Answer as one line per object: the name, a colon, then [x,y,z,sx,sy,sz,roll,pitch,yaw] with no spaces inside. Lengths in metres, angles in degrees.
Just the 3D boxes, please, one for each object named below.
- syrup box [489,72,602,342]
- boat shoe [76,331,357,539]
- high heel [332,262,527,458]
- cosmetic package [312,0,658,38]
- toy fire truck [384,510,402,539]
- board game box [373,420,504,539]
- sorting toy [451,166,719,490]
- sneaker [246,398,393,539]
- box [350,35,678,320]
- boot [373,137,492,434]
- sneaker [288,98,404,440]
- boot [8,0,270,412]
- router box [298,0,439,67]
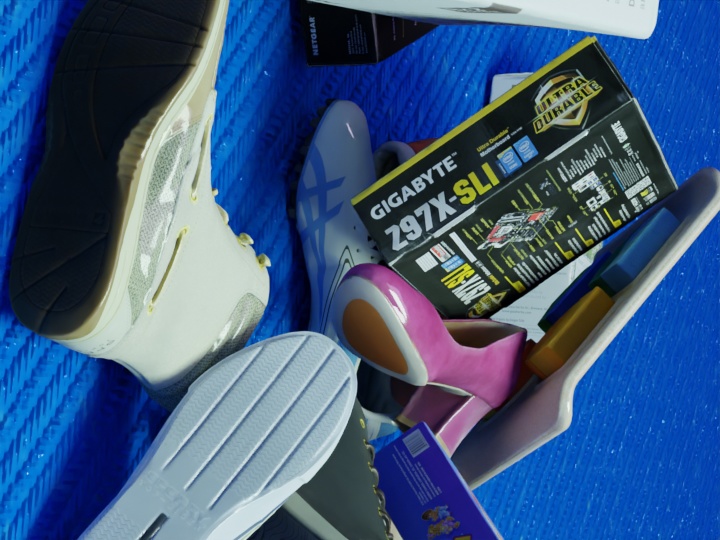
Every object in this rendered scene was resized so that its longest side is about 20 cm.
syrup box: [0.131,-0.036,1.584,0.079,0.081,0.202,35,59,-67]
boat shoe: [-0.080,0.107,1.047,0.200,0.072,0.062,-44,174,-27]
high heel: [0.046,0.027,1.209,0.096,0.067,0.200,-54,145,-17]
cosmetic package: [0.041,-0.216,1.130,0.199,0.164,0.167,4,94,-43]
toy fire truck: [0.010,0.181,1.351,0.141,0.048,0.201,-61,145,-49]
board game box: [0.080,0.191,1.177,0.135,0.045,0.200,56,0,-39]
sorting toy: [0.132,0.034,1.342,0.200,0.036,0.185,-53,-177,-27]
sneaker: [-0.003,0.132,1.132,0.200,0.075,0.106,47,41,5]
box: [0.093,-0.043,1.238,0.050,0.159,0.200,59,7,18]
boot: [0.032,0.013,1.381,0.107,0.075,0.202,2,96,-49]
sneaker: [0.000,0.000,1.275,0.072,0.072,0.202,-19,109,-65]
boot: [-0.088,-0.042,1.046,0.155,0.072,0.202,43,60,-61]
router box: [0.006,-0.233,1.283,0.149,0.051,0.202,-38,125,-62]
